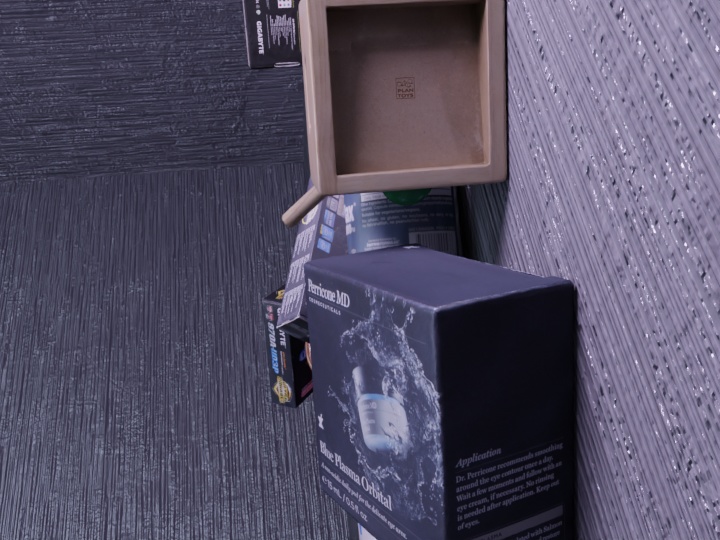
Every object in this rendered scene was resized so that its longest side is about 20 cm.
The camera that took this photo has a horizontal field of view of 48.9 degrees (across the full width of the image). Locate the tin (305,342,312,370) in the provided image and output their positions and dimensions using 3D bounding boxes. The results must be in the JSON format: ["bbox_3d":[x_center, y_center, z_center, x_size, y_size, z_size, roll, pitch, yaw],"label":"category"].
[{"bbox_3d":[-0.018,0.041,0.956,0.042,0.111,0.203,26,-126,-53],"label":"tin"}]

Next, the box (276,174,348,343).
[{"bbox_3d":[0.000,0.000,0.880,0.049,0.160,0.202,-27,44,47],"label":"box"}]

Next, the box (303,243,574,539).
[{"bbox_3d":[0.052,0.096,0.594,0.196,0.116,0.203,17,113,60],"label":"box"}]

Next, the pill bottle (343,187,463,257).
[{"bbox_3d":[0.041,-0.082,0.808,0.120,0.118,0.203,157,109,-83],"label":"pill bottle"}]

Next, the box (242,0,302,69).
[{"bbox_3d":[-0.056,-0.332,0.882,0.049,0.157,0.203,-119,24,-73],"label":"box"}]

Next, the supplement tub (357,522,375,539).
[{"bbox_3d":[0.061,0.264,0.823,0.132,0.130,0.203,106,159,-72],"label":"supplement tub"}]

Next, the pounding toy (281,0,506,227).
[{"bbox_3d":[0.018,-0.133,0.685,0.142,0.182,0.203,-121,27,-76],"label":"pounding toy"}]

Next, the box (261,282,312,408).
[{"bbox_3d":[-0.068,0.081,1.160,0.200,0.045,0.161,-37,-50,-56],"label":"box"}]
